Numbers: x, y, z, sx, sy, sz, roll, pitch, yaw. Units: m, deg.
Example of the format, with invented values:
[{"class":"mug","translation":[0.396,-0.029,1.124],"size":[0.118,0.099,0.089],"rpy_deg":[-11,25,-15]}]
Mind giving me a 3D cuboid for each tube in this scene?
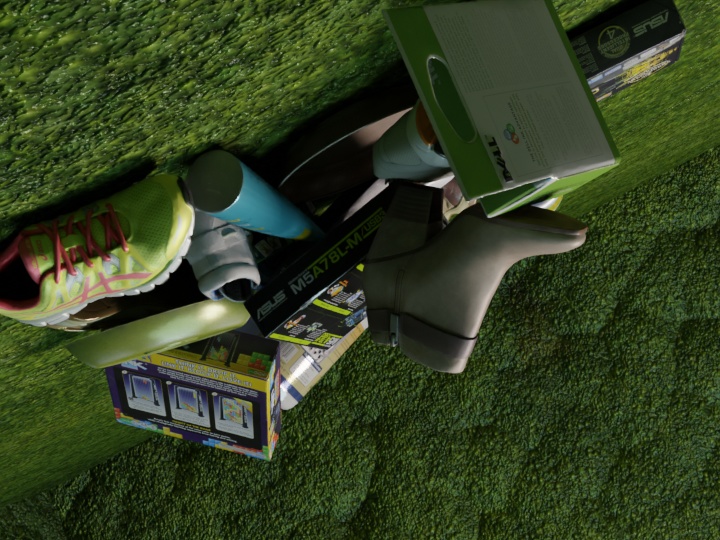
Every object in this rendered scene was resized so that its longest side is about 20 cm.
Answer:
[{"class":"tube","translation":[-0.087,-0.054,0.897],"size":[0.051,0.076,0.200],"rpy_deg":[-65,161,-1]}]

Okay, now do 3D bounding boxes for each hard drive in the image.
[{"class":"hard drive","translation":[-0.019,-0.007,1.155],"size":[0.201,0.042,0.135],"rpy_deg":[-49,136,-9]}]

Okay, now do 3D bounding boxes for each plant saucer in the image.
[{"class":"plant saucer","translation":[-0.191,0.062,1.021],"size":[0.196,0.032,0.200],"rpy_deg":[-18,178,-1]},{"class":"plant saucer","translation":[0.006,-0.120,0.939],"size":[0.197,0.033,0.200],"rpy_deg":[-26,173,-3]}]

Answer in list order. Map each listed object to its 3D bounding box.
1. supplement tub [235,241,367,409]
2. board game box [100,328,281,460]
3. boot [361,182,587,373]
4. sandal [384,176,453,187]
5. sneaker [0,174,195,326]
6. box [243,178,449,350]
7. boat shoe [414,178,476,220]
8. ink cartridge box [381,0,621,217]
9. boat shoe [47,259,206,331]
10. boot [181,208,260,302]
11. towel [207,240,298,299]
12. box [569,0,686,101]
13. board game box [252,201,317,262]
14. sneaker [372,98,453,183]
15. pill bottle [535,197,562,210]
[{"class":"supplement tub","translation":[-0.073,0.053,1.269],"size":[0.200,0.144,0.144],"rpy_deg":[-46,175,-8]},{"class":"board game box","translation":[-0.190,0.129,1.175],"size":[0.167,0.196,0.057],"rpy_deg":[96,10,-47]},{"class":"boot","translation":[0.087,0.013,0.858],"size":[0.197,0.149,0.070],"rpy_deg":[17,-164,37]},{"class":"sandal","translation":[0.061,-0.109,1.100],"size":[0.079,0.060,0.207],"rpy_deg":[-34,-176,17]},{"class":"sneaker","translation":[-0.213,-0.012,0.782],"size":[0.198,0.079,0.090],"rpy_deg":[-30,165,18]},{"class":"box","translation":[0.000,0.000,1.015],"size":[0.192,0.048,0.200],"rpy_deg":[-37,165,9]},{"class":"boat shoe","translation":[0.085,-0.095,1.306],"size":[0.070,0.074,0.200],"rpy_deg":[9,174,-15]},{"class":"ink cartridge box","translation":[0.089,-0.119,0.765],"size":[0.198,0.150,0.075],"rpy_deg":[-17,171,-43]},{"class":"boat shoe","translation":[-0.224,0.014,0.978],"size":[0.066,0.076,0.198],"rpy_deg":[-20,172,36]},{"class":"boot","translation":[-0.130,-0.013,0.960],"size":[0.072,0.097,0.200],"rpy_deg":[-25,174,6]},{"class":"towel","translation":[-0.164,0.025,1.198],"size":[0.198,0.049,0.112],"rpy_deg":[-28,-169,25]},{"class":"box","translation":[0.226,-0.201,1.044],"size":[0.197,0.050,0.161],"rpy_deg":[-25,173,13]},{"class":"board game box","translation":[-0.142,-0.011,1.108],"size":[0.198,0.024,0.105],"rpy_deg":[-29,-169,21]},{"class":"sneaker","translation":[0.086,-0.115,0.894],"size":[0.198,0.077,0.091],"rpy_deg":[-6,169,-46]},{"class":"pill bottle","translation":[0.210,-0.118,1.324],"size":[0.110,0.113,0.200],"rpy_deg":[-26,173,7]}]
